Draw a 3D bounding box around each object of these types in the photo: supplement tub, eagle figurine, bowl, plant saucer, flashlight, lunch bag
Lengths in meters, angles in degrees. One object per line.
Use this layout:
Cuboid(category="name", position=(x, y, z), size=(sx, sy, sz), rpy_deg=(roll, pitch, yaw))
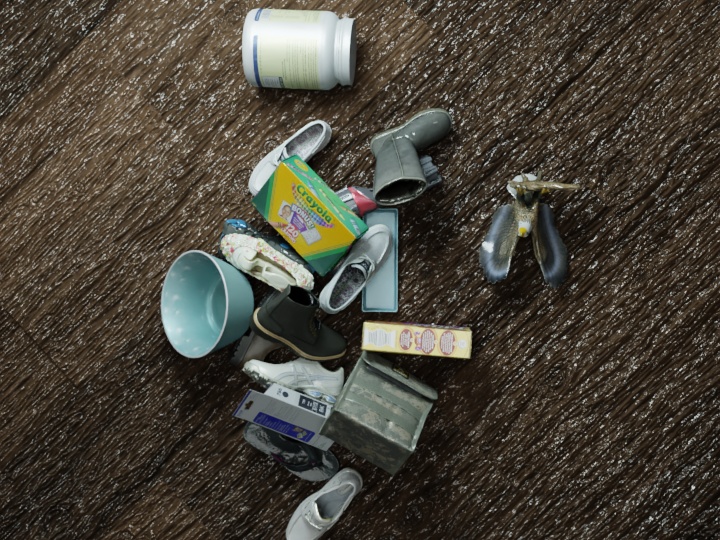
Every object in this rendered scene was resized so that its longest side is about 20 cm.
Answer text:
Cuboid(category="supplement tub", position=(-0.112, -0.416, 1.654), size=(0.200, 0.145, 0.145), rpy_deg=(4, 90, 5))
Cuboid(category="eagle figurine", position=(0.310, -0.076, 1.639), size=(0.152, 0.151, 0.200), rpy_deg=(29, 130, 43))
Cuboid(category="bowl", position=(-0.277, 0.063, 1.659), size=(0.201, 0.105, 0.201), rpy_deg=(-1, 88, 42))
Cuboid(category="plant saucer", position=(0.038, -0.020, 1.700), size=(0.070, 0.019, 0.200), rpy_deg=(0, 90, 5))
Cuboid(category="flashlight", position=(0.049, -0.159, 1.672), size=(0.200, 0.068, 0.068), rpy_deg=(-27, 120, -4))
Cuboid(category="lunch bag", position=(0.044, 0.245, 1.617), size=(0.164, 0.200, 0.118), rpy_deg=(30, 135, 0))

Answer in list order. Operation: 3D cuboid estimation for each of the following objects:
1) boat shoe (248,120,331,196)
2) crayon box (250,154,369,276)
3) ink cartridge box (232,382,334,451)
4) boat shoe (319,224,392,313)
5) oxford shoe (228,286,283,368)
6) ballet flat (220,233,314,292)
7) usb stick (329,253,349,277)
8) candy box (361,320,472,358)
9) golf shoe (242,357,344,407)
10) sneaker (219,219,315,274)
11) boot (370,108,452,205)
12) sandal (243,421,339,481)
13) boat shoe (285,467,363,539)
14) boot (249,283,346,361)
Cuboid(category="boat shoe", position=(-0.138, -0.216, 1.691), size=(0.200, 0.069, 0.072), rpy_deg=(-35, 87, 3))
Cuboid(category="crayon box", position=(-0.095, -0.103, 1.636), size=(0.200, 0.058, 0.119), rpy_deg=(46, 124, 4))
Cuboid(category="ink cartridge box", position=(-0.131, 0.270, 1.646), size=(0.200, 0.039, 0.099), rpy_deg=(24, 133, -15))
Cuboid(category="boat shoe", position=(-0.001, 0.000, 1.647), size=(0.070, 0.072, 0.201), rpy_deg=(38, 84, -12))
Cuboid(category="oxford shoe", position=(-0.173, 0.105, 1.698), size=(0.084, 0.073, 0.200), rpy_deg=(29, 94, -11))
Cuboid(category="ballet flat", position=(-0.180, -0.010, 1.633), size=(0.200, 0.064, 0.076), rpy_deg=(25, 114, 8))
Cuboid(category="usb stick", position=(-0.085, -0.060, 1.703), size=(0.055, 0.033, 0.200), rpy_deg=(-44, 86, 2))
Cuboid(category="candy box", position=(0.107, 0.129, 1.642), size=(0.200, 0.117, 0.057), rpy_deg=(3, 89, 6))
Cuboid(category="golf shoe", position=(-0.124, 0.196, 1.678), size=(0.200, 0.078, 0.097), rpy_deg=(23, 73, -16))
Cuboid(category="sneaker", position=(-0.181, -0.029, 1.701), size=(0.200, 0.073, 0.082), rpy_deg=(24, 109, 10))
Cuboid(category="boot", position=(0.098, -0.210, 1.608), size=(0.182, 0.200, 0.073), rpy_deg=(-27, 117, 11))
Cuboid(category="sandal", position=(-0.138, 0.352, 1.693), size=(0.200, 0.048, 0.075), rpy_deg=(25, 93, 3))
Cuboid(category="boat shoe", position=(-0.077, 0.461, 1.673), size=(0.071, 0.069, 0.200), rpy_deg=(40, 100, 2))
Cuboid(category="boot", position=(-0.086, 0.098, 1.616), size=(0.200, 0.138, 0.078), rpy_deg=(18, 51, -29))
